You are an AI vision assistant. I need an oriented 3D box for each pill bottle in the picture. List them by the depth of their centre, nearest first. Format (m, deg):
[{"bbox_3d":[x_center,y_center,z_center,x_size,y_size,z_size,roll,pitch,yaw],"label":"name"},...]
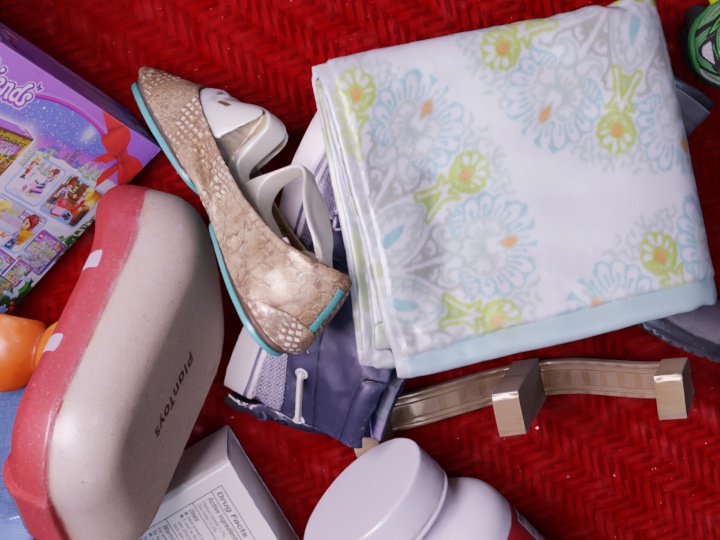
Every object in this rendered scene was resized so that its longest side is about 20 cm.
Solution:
[{"bbox_3d":[0.064,0.190,1.285,0.112,0.112,0.200,-42,110,5],"label":"pill bottle"}]

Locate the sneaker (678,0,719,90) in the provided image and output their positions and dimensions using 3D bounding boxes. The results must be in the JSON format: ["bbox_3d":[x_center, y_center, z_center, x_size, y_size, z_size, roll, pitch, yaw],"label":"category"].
[{"bbox_3d":[0.280,-0.129,1.258,0.198,0.085,0.079,-12,103,-2],"label":"sneaker"}]

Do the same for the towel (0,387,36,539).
[{"bbox_3d":[-0.224,0.146,1.252,0.110,0.049,0.202,1,66,3],"label":"towel"}]

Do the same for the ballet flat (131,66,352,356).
[{"bbox_3d":[-0.058,-0.045,1.218,0.065,0.070,0.201,-36,60,12],"label":"ballet flat"}]

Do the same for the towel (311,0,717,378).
[{"bbox_3d":[0.081,-0.044,1.217,0.198,0.048,0.173,-12,92,-11],"label":"towel"}]

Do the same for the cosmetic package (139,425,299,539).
[{"bbox_3d":[-0.133,0.187,1.304,0.199,0.073,0.104,-30,103,3],"label":"cosmetic package"}]

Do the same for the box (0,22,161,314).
[{"bbox_3d":[-0.207,-0.058,1.197,0.137,0.200,0.039,-46,59,6],"label":"box"}]

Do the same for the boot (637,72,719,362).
[{"bbox_3d":[0.163,-0.042,1.281,0.199,0.070,0.132,32,93,-14],"label":"boot"}]

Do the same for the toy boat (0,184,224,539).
[{"bbox_3d":[-0.154,0.045,1.226,0.130,0.131,0.201,12,57,16],"label":"toy boat"}]

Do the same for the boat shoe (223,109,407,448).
[{"bbox_3d":[0.000,0.000,1.259,0.092,0.075,0.202,24,107,20],"label":"boat shoe"}]

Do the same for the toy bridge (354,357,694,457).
[{"bbox_3d":[0.089,0.071,1.295,0.198,0.067,0.027,-8,104,18],"label":"toy bridge"}]
